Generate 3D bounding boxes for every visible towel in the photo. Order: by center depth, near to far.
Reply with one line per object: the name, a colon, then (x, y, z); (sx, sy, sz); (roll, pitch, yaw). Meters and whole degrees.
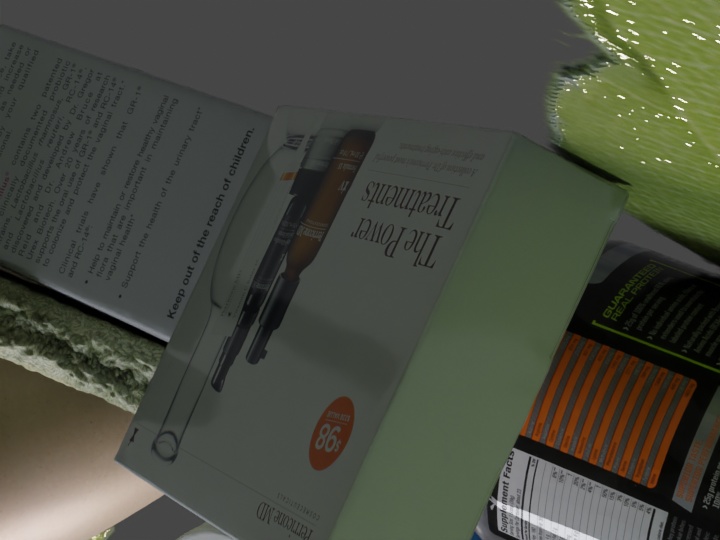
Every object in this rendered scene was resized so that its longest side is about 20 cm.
towel: (-0.118, 0.037, 0.976); (0.199, 0.037, 0.148); (23, 177, -3)

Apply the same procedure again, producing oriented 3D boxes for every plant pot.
plant pot: (-0.143, 0.054, 1.167); (0.199, 0.188, 0.187); (-16, -164, -26)

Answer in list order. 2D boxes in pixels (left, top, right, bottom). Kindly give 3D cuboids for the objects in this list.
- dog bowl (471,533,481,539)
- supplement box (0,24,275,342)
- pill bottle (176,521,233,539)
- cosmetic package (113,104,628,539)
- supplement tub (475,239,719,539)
dog bowl: (0.028, 0.079, 0.886); (0.049, 0.201, 0.111); (6, -161, 22)
supplement box: (-0.079, -0.022, 0.943); (0.199, 0.104, 0.101); (20, 176, 34)
pill bottle: (0.001, 0.128, 1.019); (0.112, 0.113, 0.200); (21, -154, 32)
cosmetic package: (-0.005, 0.024, 0.749); (0.051, 0.152, 0.200); (25, 176, -24)
supplement tub: (0.119, 0.064, 0.765); (0.199, 0.123, 0.122); (23, 176, 27)
